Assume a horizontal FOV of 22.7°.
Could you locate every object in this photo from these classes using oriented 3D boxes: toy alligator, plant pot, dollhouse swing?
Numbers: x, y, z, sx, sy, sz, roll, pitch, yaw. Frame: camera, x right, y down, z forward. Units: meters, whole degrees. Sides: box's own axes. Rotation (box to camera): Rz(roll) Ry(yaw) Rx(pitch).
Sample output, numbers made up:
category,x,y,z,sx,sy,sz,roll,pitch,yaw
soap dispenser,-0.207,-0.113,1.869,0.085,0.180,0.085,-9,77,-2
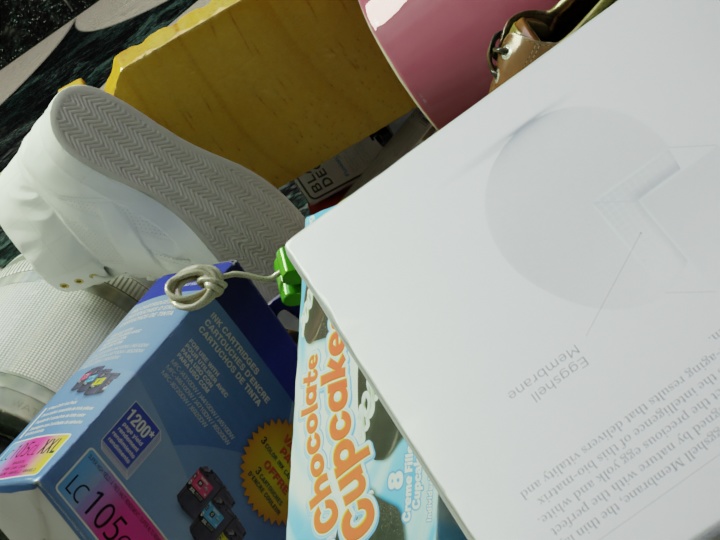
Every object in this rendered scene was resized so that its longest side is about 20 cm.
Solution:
category,x,y,z,sx,sy,sz,roll,pitch,yaw
toy alligator,0.000,0.000,0.924,0.198,0.054,0.060,-14,58,-3
plant pot,0.103,-0.160,0.969,0.178,0.200,0.200,-32,20,16
dollhouse swing,-0.087,-0.140,1.124,0.199,0.182,0.176,-30,47,-2

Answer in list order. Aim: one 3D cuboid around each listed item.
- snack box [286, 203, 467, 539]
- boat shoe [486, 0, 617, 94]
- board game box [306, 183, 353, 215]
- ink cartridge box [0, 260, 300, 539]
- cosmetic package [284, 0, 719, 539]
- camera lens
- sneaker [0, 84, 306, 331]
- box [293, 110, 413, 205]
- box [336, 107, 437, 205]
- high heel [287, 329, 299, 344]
category,x,y,z,sx,sy,sz,roll,pitch,yaw
snack box,0.014,0.061,0.809,0.116,0.037,0.202,-20,62,52
boat shoe,0.090,-0.096,0.860,0.200,0.068,0.072,-38,24,12
board game box,0.035,-0.072,1.251,0.153,0.040,0.200,-34,20,5
ink cartridge box,-0.087,0.091,0.939,0.076,0.137,0.200,-12,31,46
cosmetic package,0.114,0.027,0.652,0.199,0.123,0.200,-35,50,2
camera lens,-0.185,0.087,1.079,0.159,0.160,0.200,-25,23,29
sneaker,-0.115,-0.017,1.027,0.115,0.199,0.074,-37,24,46
box,0.039,-0.134,1.231,0.199,0.060,0.117,-27,22,25
box,0.006,-0.028,1.128,0.200,0.039,0.041,-51,24,2
high heel,0.022,0.035,1.016,0.143,0.071,0.200,-52,25,-5
